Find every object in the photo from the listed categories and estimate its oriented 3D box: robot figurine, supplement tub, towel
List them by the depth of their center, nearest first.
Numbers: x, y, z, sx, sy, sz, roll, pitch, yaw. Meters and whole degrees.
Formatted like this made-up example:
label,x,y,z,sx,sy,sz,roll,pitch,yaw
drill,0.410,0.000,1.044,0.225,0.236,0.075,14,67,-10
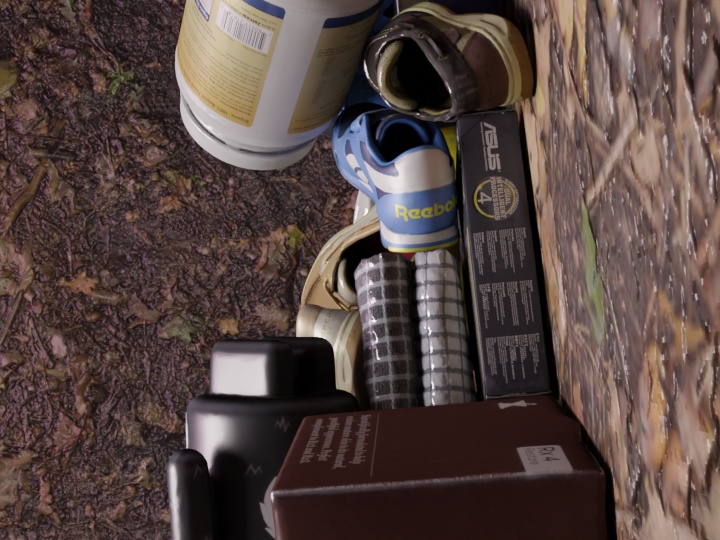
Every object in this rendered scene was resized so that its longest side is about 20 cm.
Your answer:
label,x,y,z,sx,sy,sz,roll,pitch,yaw
robot figurine,-0.057,0.147,0.705,0.125,0.149,0.202,168,101,-79
towel,0.044,0.086,0.772,0.200,0.085,0.167,63,-159,-74
supplement tub,-0.066,-0.188,0.799,0.201,0.143,0.146,118,155,-51

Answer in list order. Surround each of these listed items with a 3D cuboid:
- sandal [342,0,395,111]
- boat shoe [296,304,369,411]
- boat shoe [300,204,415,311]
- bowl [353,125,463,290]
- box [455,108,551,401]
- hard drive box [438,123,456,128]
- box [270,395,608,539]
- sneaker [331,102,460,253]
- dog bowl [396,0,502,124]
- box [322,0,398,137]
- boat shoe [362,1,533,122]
label,x,y,z,sx,sy,sz,roll,pitch,yaw
sandal,0.002,-0.194,0.896,0.087,0.079,0.201,-97,-8,-55
boat shoe,-0.025,0.102,0.883,0.201,0.064,0.072,91,-161,-49
boat shoe,0.000,0.000,0.868,0.200,0.074,0.067,-51,3,40
bowl,0.051,-0.039,0.951,0.200,0.106,0.203,-175,90,-80
box,0.099,0.009,0.749,0.161,0.049,0.202,69,-164,-70
hard drive box,0.076,-0.112,1.145,0.200,0.076,0.157,-89,9,-66
box,0.048,0.190,0.570,0.166,0.162,0.202,-55,-40,-84
sneaker,0.027,-0.093,0.780,0.200,0.073,0.083,-121,20,-54
dog bowl,0.069,-0.224,0.854,0.200,0.078,0.202,-5,-90,-87
box,0.021,-0.249,1.061,0.199,0.122,0.201,-90,22,-66
boat shoe,0.039,-0.139,0.692,0.200,0.064,0.074,22,130,66
